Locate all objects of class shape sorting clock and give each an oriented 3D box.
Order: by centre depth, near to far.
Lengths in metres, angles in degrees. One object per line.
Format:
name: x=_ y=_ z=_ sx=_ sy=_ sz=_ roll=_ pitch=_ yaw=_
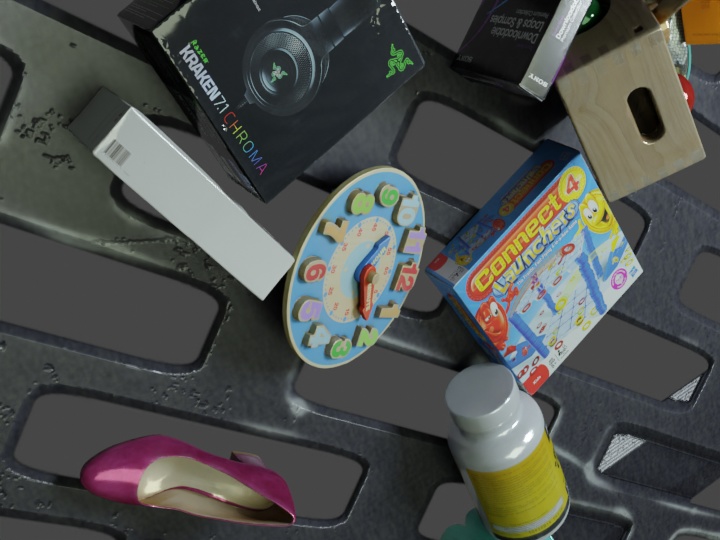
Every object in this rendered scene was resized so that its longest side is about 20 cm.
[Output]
shape sorting clock: x=0.000 y=0.000 z=0.916 sx=0.199 sy=0.039 sz=0.203 roll=-38 pitch=141 yaw=-39

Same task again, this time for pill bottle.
pill bottle: x=0.161 y=0.204 z=1.083 sx=0.111 sy=0.112 sz=0.202 roll=-34 pitch=124 yaw=-15

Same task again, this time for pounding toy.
pounding toy: x=0.246 y=-0.198 z=0.893 sx=0.140 sy=0.186 sz=0.201 roll=-25 pitch=130 yaw=14

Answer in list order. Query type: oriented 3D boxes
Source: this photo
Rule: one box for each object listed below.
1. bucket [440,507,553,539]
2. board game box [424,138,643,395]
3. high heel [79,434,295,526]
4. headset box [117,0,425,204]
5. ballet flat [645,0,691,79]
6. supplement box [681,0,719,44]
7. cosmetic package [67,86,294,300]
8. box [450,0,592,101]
bucket: x=0.176 y=0.403 z=1.160 sx=0.204 sy=0.134 sz=0.212 roll=-13 pitch=116 yaw=-27
board game box: x=0.195 y=0.000 z=1.055 sx=0.200 sy=0.056 sz=0.196 roll=-46 pitch=126 yaw=-7
high heel: x=-0.156 y=0.207 z=0.896 sx=0.197 sy=0.096 sz=0.069 roll=15 pitch=102 yaw=-35
headset box: x=-0.063 y=-0.192 z=0.792 sx=0.199 sy=0.092 sz=0.175 roll=-41 pitch=126 yaw=-12
ballet flat: x=0.297 y=-0.278 z=0.998 sx=0.071 sy=0.072 sz=0.204 roll=-21 pitch=114 yaw=-23
supplement box: x=0.394 y=-0.336 z=0.987 sx=0.200 sy=0.072 sz=0.128 roll=-49 pitch=131 yaw=-34
cosmetic package: x=-0.145 y=-0.062 z=0.802 sx=0.051 sy=0.082 sz=0.200 roll=-50 pitch=127 yaw=-6
box: x=0.165 y=-0.260 z=0.874 sx=0.036 sy=0.143 sz=0.203 roll=21 pitch=97 yaw=-25
